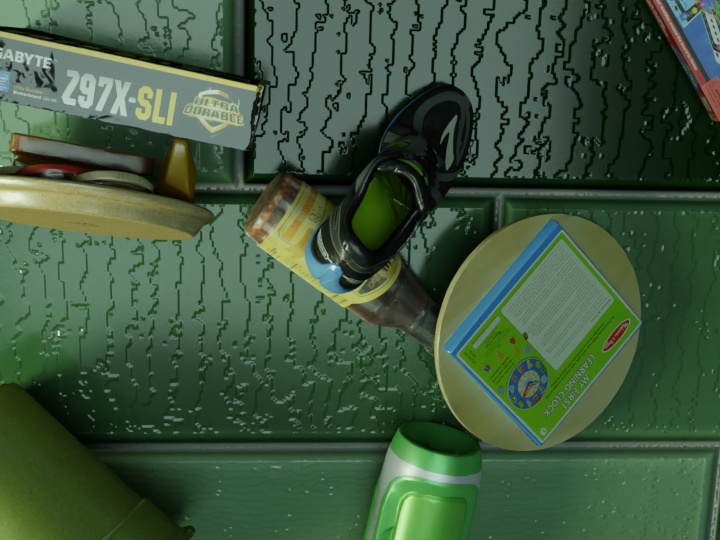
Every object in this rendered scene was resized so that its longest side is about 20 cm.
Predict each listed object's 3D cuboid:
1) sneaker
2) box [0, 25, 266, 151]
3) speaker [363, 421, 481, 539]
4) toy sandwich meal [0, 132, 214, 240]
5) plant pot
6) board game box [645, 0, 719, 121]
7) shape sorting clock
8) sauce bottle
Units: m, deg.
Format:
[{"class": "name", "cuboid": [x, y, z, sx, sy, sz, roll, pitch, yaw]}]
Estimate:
[{"class": "sneaker", "cuboid": [0.036, -0.065, 0.784, 0.071, 0.082, 0.200, 43, 61, -12]}, {"class": "box", "cuboid": [-0.168, -0.134, 0.747, 0.196, 0.160, 0.050, 11, 102, -6]}, {"class": "speaker", "cuboid": [0.047, 0.238, 0.887, 0.087, 0.089, 0.204, 10, 102, -7]}, {"class": "toy sandwich meal", "cuboid": [-0.195, -0.068, 0.744, 0.201, 0.205, 0.072, 6, 86, -6]}, {"class": "plant pot", "cuboid": [-0.266, 0.200, 0.815, 0.199, 0.200, 0.191, -40, 91, 5]}, {"class": "board game box", "cuboid": [0.282, -0.234, 0.833, 0.102, 0.019, 0.201, -34, 103, 2]}, {"class": "shape sorting clock", "cuboid": [0.150, 0.052, 0.861, 0.196, 0.039, 0.204, -4, 101, -20]}, {"class": "sauce bottle", "cuboid": [0.000, 0.000, 0.841, 0.199, 0.066, 0.066, 34, 98, -15]}]
